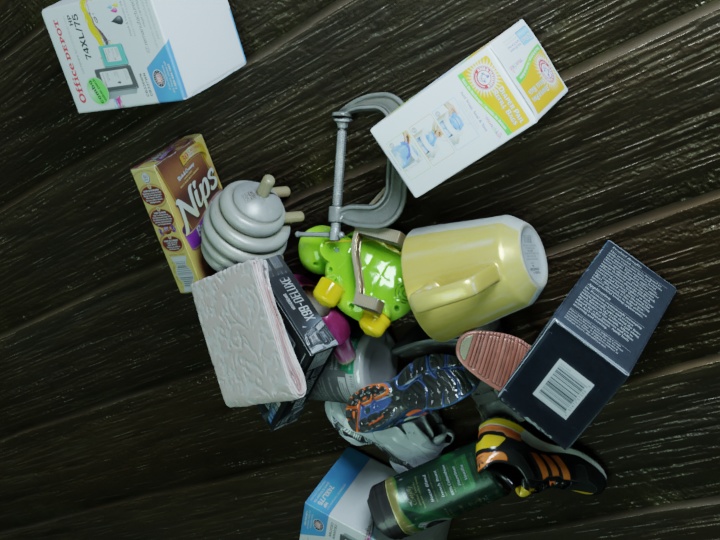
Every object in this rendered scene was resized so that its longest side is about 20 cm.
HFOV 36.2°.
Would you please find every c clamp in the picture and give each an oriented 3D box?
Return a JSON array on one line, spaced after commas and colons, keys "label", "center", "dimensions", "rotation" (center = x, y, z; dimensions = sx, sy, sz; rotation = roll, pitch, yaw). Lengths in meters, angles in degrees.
[{"label": "c clamp", "center": [-0.009, -0.133, 1.435], "dimensions": [0.169, 0.027, 0.204], "rotation": [10, 93, 35]}]

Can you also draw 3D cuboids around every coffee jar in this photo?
[{"label": "coffee jar", "center": [0.111, 0.317, 1.584], "dimensions": [0.198, 0.104, 0.086], "rotation": [-25, 70, 11]}]

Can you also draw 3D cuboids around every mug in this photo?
[{"label": "mug", "center": [0.149, 0.013, 1.383], "dimensions": [0.151, 0.188, 0.150], "rotation": [-16, 128, 29]}]

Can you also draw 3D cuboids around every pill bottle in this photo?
[{"label": "pill bottle", "center": [-0.054, 0.135, 1.624], "dimensions": [0.197, 0.113, 0.115], "rotation": [0, 118, 32]}]

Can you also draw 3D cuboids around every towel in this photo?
[{"label": "towel", "center": [-0.156, 0.089, 1.505], "dimensions": [0.199, 0.032, 0.194], "rotation": [-16, 91, 56]}]

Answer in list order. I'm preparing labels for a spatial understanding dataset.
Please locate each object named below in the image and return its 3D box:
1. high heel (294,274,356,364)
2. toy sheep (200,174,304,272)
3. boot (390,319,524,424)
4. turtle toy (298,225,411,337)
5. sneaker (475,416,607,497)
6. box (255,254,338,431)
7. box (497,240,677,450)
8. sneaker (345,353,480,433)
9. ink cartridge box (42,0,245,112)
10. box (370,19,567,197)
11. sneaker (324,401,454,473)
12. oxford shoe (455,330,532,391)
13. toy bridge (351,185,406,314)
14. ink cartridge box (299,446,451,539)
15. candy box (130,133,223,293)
[{"label": "high heel", "center": [-0.071, 0.044, 1.555], "dimensions": [0.201, 0.067, 0.097], "rotation": [57, 173, 46]}, {"label": "toy sheep", "center": [-0.157, -0.062, 1.550], "dimensions": [0.137, 0.138, 0.201], "rotation": [34, 129, 10]}, {"label": "boot", "center": [0.151, 0.149, 1.531], "dimensions": [0.198, 0.069, 0.176], "rotation": [-14, 111, 38]}, {"label": "turtle toy", "center": [0.000, 0.000, 1.504], "dimensions": [0.198, 0.147, 0.101], "rotation": [31, 170, 13]}, {"label": "sneaker", "center": [0.243, 0.280, 1.506], "dimensions": [0.198, 0.091, 0.070], "rotation": [26, 140, -8]}, {"label": "box", "center": [-0.117, 0.102, 1.528], "dimensions": [0.159, 0.049, 0.201], "rotation": [55, 143, 22]}, {"label": "box", "center": [0.274, 0.086, 1.321], "dimensions": [0.107, 0.200, 0.149], "rotation": [36, 131, 9]}, {"label": "sneaker", "center": [0.076, 0.167, 1.508], "dimensions": [0.198, 0.078, 0.077], "rotation": [-20, 73, 23]}, {"label": "ink cartridge box", "center": [-0.287, -0.311, 1.469], "dimensions": [0.197, 0.146, 0.149], "rotation": [-1, 117, 34]}, {"label": "box", "center": [0.128, -0.190, 1.304], "dimensions": [0.199, 0.112, 0.102], "rotation": [-30, 98, 41]}, {"label": "sneaker", "center": [0.047, 0.223, 1.642], "dimensions": [0.199, 0.075, 0.115], "rotation": [35, 131, 3]}, {"label": "oxford shoe", "center": [0.206, 0.126, 1.430], "dimensions": [0.198, 0.074, 0.072], "rotation": [22, 91, -15]}, {"label": "toy bridge", "center": [0.026, -0.048, 1.439], "dimensions": [0.066, 0.027, 0.203], "rotation": [14, 83, 26]}, {"label": "ink cartridge box", "center": [0.024, 0.409, 1.720], "dimensions": [0.198, 0.146, 0.148], "rotation": [23, 128, 18]}, {"label": "candy box", "center": [-0.248, -0.083, 1.615], "dimensions": [0.056, 0.117, 0.202], "rotation": [-5, 115, 35]}]
